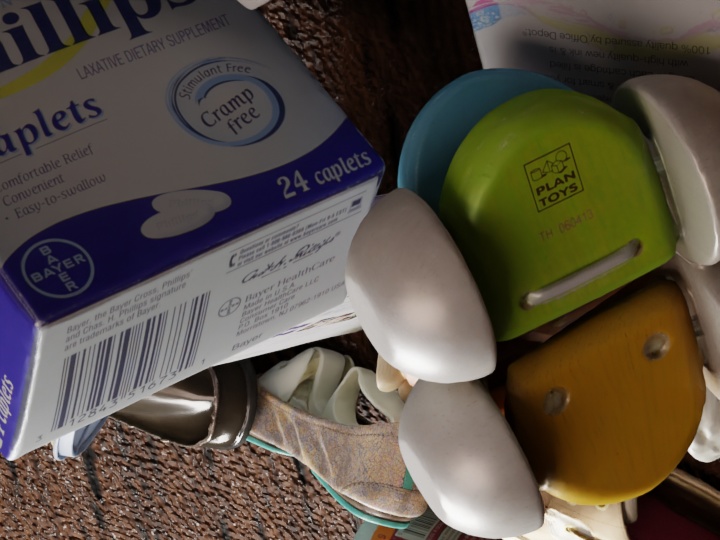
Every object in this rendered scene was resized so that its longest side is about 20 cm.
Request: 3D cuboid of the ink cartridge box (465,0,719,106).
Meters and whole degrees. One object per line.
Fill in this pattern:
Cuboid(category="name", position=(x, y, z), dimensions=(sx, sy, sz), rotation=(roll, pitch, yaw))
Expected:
Cuboid(category="ink cartridge box", position=(0.125, -0.123, 1.058), dimensions=(0.144, 0.085, 0.200), rotation=(9, 132, 32))

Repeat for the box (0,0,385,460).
Cuboid(category="box", position=(-0.124, -0.050, 1.093), dimensions=(0.200, 0.184, 0.105), rotation=(50, 147, 24))

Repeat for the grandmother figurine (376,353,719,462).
Cuboid(category="grandmother figurine", position=(0.110, 0.056, 1.259), dimensions=(0.200, 0.121, 0.061), rotation=(8, 90, 21))

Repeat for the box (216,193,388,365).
Cuboid(category="box", position=(0.000, 0.000, 1.232), dimensions=(0.200, 0.144, 0.036), rotation=(-26, 80, 48))

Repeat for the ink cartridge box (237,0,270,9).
Cuboid(category="ink cartridge box", position=(-0.063, -0.201, 0.988), dimensions=(0.200, 0.047, 0.160), rotation=(38, 146, -25))

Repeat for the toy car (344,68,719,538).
Cuboid(category="toy car", position=(0.077, 0.000, 1.050), dimensions=(0.150, 0.175, 0.200), rotation=(50, 163, 52))

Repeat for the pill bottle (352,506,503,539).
Cuboid(category="pill bottle", position=(0.093, 0.200, 1.380), dimensions=(0.200, 0.110, 0.110), rotation=(15, 136, 26))

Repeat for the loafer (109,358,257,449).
Cuboid(category="loafer", position=(-0.143, 0.055, 1.411), dimensions=(0.200, 0.071, 0.073), rotation=(20, 108, 37))

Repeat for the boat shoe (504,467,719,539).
Cuboid(category="boat shoe", position=(0.138, 0.120, 1.300), dimensions=(0.200, 0.074, 0.069), rotation=(23, 142, 3))

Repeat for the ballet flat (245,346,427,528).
Cuboid(category="ballet flat", position=(-0.014, 0.082, 1.372), dimensions=(0.200, 0.068, 0.067), rotation=(26, 103, 55))

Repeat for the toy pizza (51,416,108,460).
Cuboid(category="toy pizza", position=(-0.120, 0.004, 1.278), dimensions=(0.032, 0.200, 0.200), rotation=(25, 140, 2))
